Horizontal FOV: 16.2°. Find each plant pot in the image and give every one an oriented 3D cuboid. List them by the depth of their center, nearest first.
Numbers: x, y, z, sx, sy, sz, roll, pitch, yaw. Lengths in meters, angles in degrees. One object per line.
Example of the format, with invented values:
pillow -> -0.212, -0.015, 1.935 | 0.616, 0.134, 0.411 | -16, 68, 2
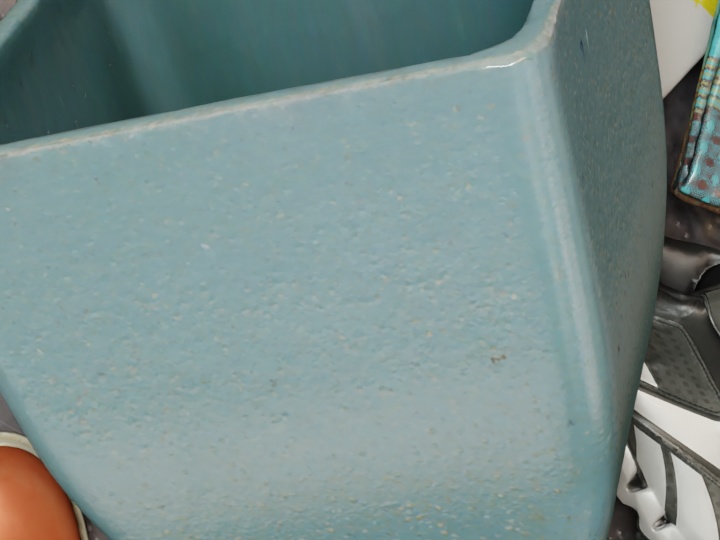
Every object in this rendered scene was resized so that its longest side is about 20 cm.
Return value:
plant pot -> 0.000, 0.000, 0.790 | 0.195, 0.197, 0.201 | -9, 115, 18

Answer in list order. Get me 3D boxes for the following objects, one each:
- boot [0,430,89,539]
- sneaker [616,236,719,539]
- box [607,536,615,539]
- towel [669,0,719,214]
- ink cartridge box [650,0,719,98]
boot -> -0.119, 0.147, 0.800 | 0.075, 0.107, 0.201 | 9, 78, -12
sneaker -> 0.121, 0.043, 0.889 | 0.090, 0.066, 0.200 | -39, 94, 24
box -> 0.113, 0.214, 0.890 | 0.200, 0.044, 0.161 | 37, 73, -8
towel -> 0.199, -0.100, 0.899 | 0.146, 0.022, 0.201 | 18, 80, -10
ink cartridge box -> 0.083, -0.122, 0.917 | 0.116, 0.067, 0.200 | 45, 73, -6
